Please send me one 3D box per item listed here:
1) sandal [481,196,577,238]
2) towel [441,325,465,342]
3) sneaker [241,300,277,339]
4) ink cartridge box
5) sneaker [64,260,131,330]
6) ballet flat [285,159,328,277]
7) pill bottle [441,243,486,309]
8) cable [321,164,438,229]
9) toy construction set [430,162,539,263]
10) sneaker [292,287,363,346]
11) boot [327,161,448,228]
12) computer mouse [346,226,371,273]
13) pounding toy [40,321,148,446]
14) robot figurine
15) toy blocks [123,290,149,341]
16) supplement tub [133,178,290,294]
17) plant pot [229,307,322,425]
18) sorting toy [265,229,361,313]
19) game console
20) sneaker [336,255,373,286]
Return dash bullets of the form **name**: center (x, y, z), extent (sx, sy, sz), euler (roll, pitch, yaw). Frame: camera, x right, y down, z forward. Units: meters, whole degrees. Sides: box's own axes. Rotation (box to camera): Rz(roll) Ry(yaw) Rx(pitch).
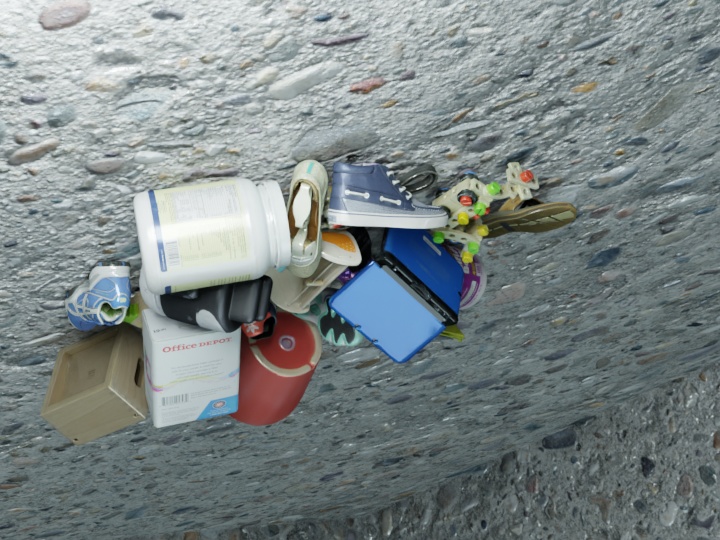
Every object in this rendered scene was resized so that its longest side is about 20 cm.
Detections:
- **sandal**: center (0.266, -0.097, 1.748), extent (0.200, 0.054, 0.080), euler (-9, 156, 27)
- **towel**: center (0.105, 0.061, 1.839), extent (0.086, 0.200, 0.018), euler (15, 112, -37)
- **sneaker**: center (-0.170, 0.073, 1.761), extent (0.075, 0.085, 0.200), euler (-17, -179, 14)
- **ink cartridge box**: center (-0.278, 0.150, 1.690), extent (0.144, 0.085, 0.200), euler (-9, 133, -20)
- **sneaker**: center (-0.421, 0.057, 1.644), extent (0.076, 0.077, 0.200), euler (-2, 156, -32)
- **ballet flat**: center (-0.088, -0.064, 1.480), extent (0.067, 0.062, 0.200), euler (9, 123, 5)
- **pill bottle**: center (0.124, 0.005, 1.809), extent (0.112, 0.113, 0.200), euler (-31, 153, 35)
- **cable**: center (0.023, -0.102, 1.560), extent (0.199, 0.050, 0.097), euler (-10, 137, -6)
- **toy construction set**: center (0.187, -0.097, 1.635), extent (0.131, 0.092, 0.200), euler (28, 130, -24)
- **sneaker**: center (-0.027, 0.074, 1.825), extent (0.140, 0.200, 0.078), euler (6, 112, -44)
- **boot**: center (0.047, -0.110, 1.504), extent (0.200, 0.091, 0.073), euler (0, -171, -33)
- **computer mouse**: center (0.000, 0.000, 1.717), extent (0.034, 0.059, 0.200), euler (10, 133, 31)
- **pounding toy**: center (-0.435, 0.192, 1.838), extent (0.184, 0.200, 0.142), euler (-23, 128, 20)
- **robot figurine**: center (-0.235, 0.021, 1.553), extent (0.200, 0.125, 0.150), euler (13, 147, 18)
- **toy blocks**: center (-0.284, 0.060, 1.719), extent (0.137, 0.100, 0.200), euler (-37, 136, 24)
- **supplement tub**: center (-0.207, -0.051, 1.432), extent (0.200, 0.145, 0.145), euler (-9, 157, -13)
- **plant pot**: center (-0.165, 0.163, 1.891), extent (0.200, 0.201, 0.177), euler (-2, 154, -28)
- **sorting toy**: center (-0.125, -0.025, 1.621), extent (0.180, 0.107, 0.200), euler (8, 152, -27)
- **game console**: center (0.063, 0.024, 1.684), extent (0.118, 0.171, 0.200), euler (-20, 133, 35)
- **sneaker**: center (-0.005, 0.011, 1.778), extent (0.080, 0.089, 0.200), euler (-20, 156, 17)
